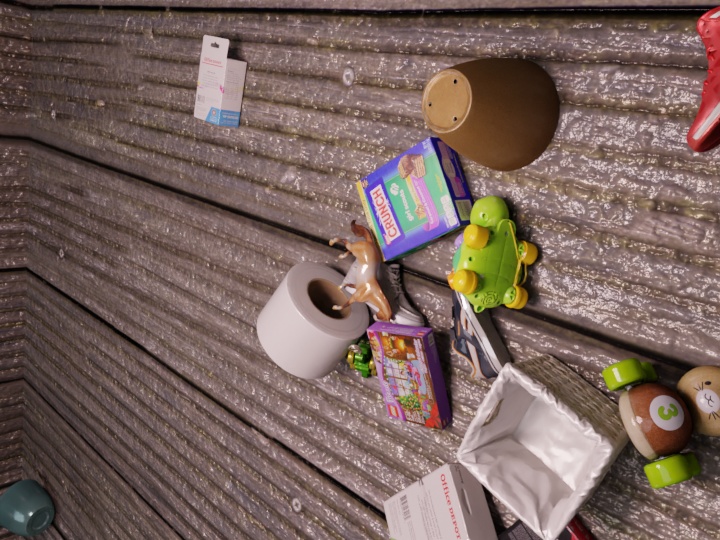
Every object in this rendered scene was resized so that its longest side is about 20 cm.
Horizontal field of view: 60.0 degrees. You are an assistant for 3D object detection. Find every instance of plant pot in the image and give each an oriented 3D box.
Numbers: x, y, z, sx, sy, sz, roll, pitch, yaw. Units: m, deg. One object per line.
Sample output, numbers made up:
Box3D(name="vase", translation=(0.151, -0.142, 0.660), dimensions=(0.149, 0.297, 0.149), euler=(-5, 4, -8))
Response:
Box3D(name="plant pot", translation=(0.192, -0.260, 1.001), dimensions=(0.184, 0.198, 0.190), euler=(5, 97, 40))
Box3D(name="plant pot", translation=(-1.352, 0.984, 2.545), dimensions=(0.159, 0.200, 0.204), euler=(19, 107, 27))

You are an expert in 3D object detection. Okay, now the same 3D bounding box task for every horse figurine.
Box3D(name="horse figurine", translation=(0.000, 0.000, 1.209), dimensions=(0.131, 0.050, 0.204), euler=(-2, 89, 41))

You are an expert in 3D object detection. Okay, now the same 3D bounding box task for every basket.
Box3D(name="basket", translation=(0.297, 0.268, 0.983), dimensions=(0.199, 0.159, 0.201), euler=(39, 118, 33))

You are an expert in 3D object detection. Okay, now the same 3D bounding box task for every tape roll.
Box3D(name="tape roll", translation=(-0.098, 0.103, 1.299), dimensions=(0.204, 0.201, 0.140), euler=(55, 126, 23))

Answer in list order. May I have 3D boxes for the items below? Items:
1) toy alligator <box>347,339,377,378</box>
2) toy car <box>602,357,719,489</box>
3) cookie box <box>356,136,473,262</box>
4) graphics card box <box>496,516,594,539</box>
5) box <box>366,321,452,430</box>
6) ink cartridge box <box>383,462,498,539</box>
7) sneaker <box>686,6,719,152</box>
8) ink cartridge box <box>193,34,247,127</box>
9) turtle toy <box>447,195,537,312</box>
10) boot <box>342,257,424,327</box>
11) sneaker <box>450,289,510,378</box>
Box3D(name="toy alligator", translation=(0.008, 0.166, 1.258), dimensions=(0.058, 0.201, 0.055), euler=(13, 66, 13))
Box3D(name="toy car", translation=(0.463, 0.179, 0.842), dimensions=(0.199, 0.157, 0.167), euler=(-31, 63, 28))
Box3D(name="cookie box", translation=(0.102, -0.130, 1.178), dimensions=(0.199, 0.075, 0.174), euler=(-26, 79, 42))
Box3D(name="graphics card box", translation=(0.306, 0.488, 1.070), dimensions=(0.126, 0.050, 0.201), euler=(51, 124, 27))
Box3D(name="box", translation=(0.094, 0.201, 1.202), dimensions=(0.135, 0.039, 0.203), euler=(3, 115, 43))
Box3D(name="ink cartridge box", translation=(0.145, 0.468, 1.165), dimensions=(0.200, 0.083, 0.147), euler=(-45, 45, 36))
Box3D(name="sneaker", translation=(0.481, -0.266, 0.833), dimensions=(0.201, 0.078, 0.116), euler=(-55, 51, 17))
Box3D(name="ink cartridge box", translation=(-0.349, -0.473, 1.561), dimensions=(0.114, 0.067, 0.203), euler=(25, 111, 38))
Box3D(name="turtle toy", translation=(0.215, -0.029, 1.057), dimensions=(0.101, 0.144, 0.203), euler=(3, 78, 64))
Box3D(name="boot", translation=(0.058, 0.033, 1.240), dimensions=(0.198, 0.073, 0.097), euler=(31, 101, 24))
Box3D(name="sneaker", translation=(0.193, 0.098, 1.116), dimensions=(0.079, 0.078, 0.203), euler=(-28, 77, 34))
